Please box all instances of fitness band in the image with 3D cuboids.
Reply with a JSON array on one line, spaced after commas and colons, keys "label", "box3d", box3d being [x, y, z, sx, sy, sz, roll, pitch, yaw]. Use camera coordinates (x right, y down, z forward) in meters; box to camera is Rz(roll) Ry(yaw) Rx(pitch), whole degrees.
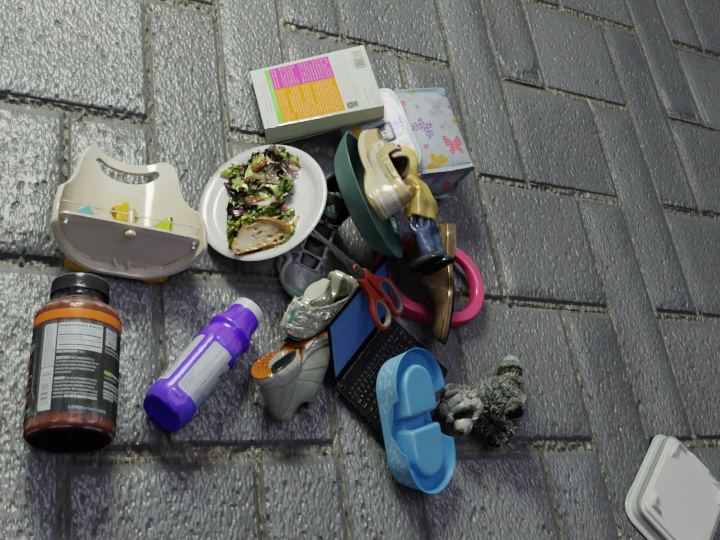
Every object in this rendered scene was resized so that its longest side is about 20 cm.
[{"label": "fitness band", "box3d": [0.115, 0.017, 1.389, 0.197, 0.037, 0.146, 14, 58, -23]}]

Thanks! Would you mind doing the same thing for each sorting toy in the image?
[{"label": "sorting toy", "box3d": [-0.317, -0.090, 1.156, 0.197, 0.107, 0.183, 11, 52, -25]}]

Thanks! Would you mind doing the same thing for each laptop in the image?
[{"label": "laptop", "box3d": [0.045, 0.117, 1.242, 0.200, 0.103, 0.177, 43, 48, -1]}]

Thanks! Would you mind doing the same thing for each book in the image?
[{"label": "book", "box3d": [-0.072, -0.291, 1.387, 0.196, 0.048, 0.136, -14, 64, -6]}]

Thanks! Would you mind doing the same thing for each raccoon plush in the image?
[{"label": "raccoon plush", "box3d": [0.177, 0.190, 1.322, 0.132, 0.098, 0.201, 24, 24, -3]}]

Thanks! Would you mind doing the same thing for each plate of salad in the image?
[{"label": "plate of salad", "box3d": [-0.146, -0.107, 1.234, 0.196, 0.048, 0.203, -6, 60, 11]}]

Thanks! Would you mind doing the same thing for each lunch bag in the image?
[{"label": "lunch bag", "box3d": [0.071, -0.211, 1.436, 0.197, 0.127, 0.172, -7, 67, -24]}]

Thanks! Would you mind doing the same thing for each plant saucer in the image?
[{"label": "plant saucer", "box3d": [0.007, -0.106, 1.264, 0.201, 0.035, 0.202, -90, 154, -59]}]

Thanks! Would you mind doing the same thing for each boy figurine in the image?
[{"label": "boy figurine", "box3d": [0.079, -0.099, 1.300, 0.124, 0.064, 0.203, 9, 58, -59]}]

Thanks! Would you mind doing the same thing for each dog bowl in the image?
[{"label": "dog bowl", "box3d": [0.076, 0.214, 1.210, 0.110, 0.049, 0.204, -7, 87, -48]}]

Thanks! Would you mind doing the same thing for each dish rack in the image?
[{"label": "dish rack", "box3d": [0.544, 0.389, 1.436, 0.172, 0.044, 0.200, 45, 50, -1]}]

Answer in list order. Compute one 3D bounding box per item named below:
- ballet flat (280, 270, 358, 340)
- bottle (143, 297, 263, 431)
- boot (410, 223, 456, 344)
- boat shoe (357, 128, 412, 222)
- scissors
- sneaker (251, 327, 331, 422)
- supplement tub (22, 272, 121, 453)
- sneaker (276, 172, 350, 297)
[{"label": "ballet flat", "box3d": [-0.043, 0.038, 1.227, 0.072, 0.072, 0.199, 50, 34, 4]}, {"label": "bottle", "box3d": [-0.200, 0.117, 1.114, 0.065, 0.084, 0.201, 40, 50, -4]}, {"label": "boot", "box3d": [0.114, 0.021, 1.340, 0.074, 0.074, 0.204, 2, 65, 1]}, {"label": "boat shoe", "box3d": [0.042, -0.149, 1.243, 0.074, 0.068, 0.202, 56, 17, -39]}, {"label": "scissors", "box3d": [0.000, 0.000, 1.203, 0.201, 0.014, 0.074, 55, 48, -24]}, {"label": "sneaker", "box3d": [-0.078, 0.140, 1.195, 0.199, 0.075, 0.094, -35, 116, -51]}, {"label": "supplement tub", "box3d": [-0.343, 0.108, 1.019, 0.105, 0.107, 0.203, 9, 59, -26]}, {"label": "sneaker", "box3d": [-0.060, -0.066, 1.261, 0.077, 0.140, 0.203, 20, 55, -19]}]
